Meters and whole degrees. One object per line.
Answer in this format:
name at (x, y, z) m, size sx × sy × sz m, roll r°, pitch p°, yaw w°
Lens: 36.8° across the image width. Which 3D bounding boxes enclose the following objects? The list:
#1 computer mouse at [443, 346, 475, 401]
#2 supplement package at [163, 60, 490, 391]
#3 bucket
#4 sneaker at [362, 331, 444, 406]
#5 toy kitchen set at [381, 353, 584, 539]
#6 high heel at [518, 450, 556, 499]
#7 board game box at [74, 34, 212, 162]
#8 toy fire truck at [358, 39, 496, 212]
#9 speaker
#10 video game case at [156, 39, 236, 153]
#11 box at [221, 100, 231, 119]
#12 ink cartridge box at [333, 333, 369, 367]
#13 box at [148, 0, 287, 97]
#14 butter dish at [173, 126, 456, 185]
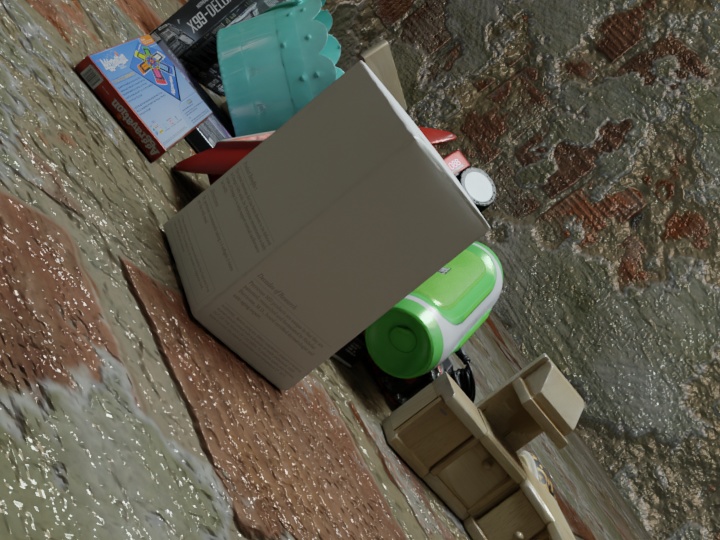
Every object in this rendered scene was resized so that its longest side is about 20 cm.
computer mouse at (0.081, 0.106, 1.248) m, size 0.201 × 0.046 × 0.142 m, roll -114°, pitch -164°, yaw -48°
supplement package at (-0.027, -0.032, 0.803) m, size 0.117 × 0.199 × 0.117 m, roll 45°, pitch 11°, yaw -40°
bucket at (-0.085, -0.220, 1.307) m, size 0.207 × 0.133 × 0.210 m, roll -12°, pitch 90°, yaw -85°
sneaker at (0.029, 0.065, 1.172) m, size 0.201 × 0.071 × 0.098 m, roll 58°, pitch 10°, yaw 19°
toy kitchen set at (0.154, 0.195, 0.983) m, size 0.200 × 0.163 × 0.181 m, roll 48°, pitch 9°, yaw -24°
high heel at (0.219, 0.281, 1.296) m, size 0.142 × 0.071 × 0.200 m, roll 44°, pitch 1°, yaw -16°
board game box at (-0.196, -0.165, 1.008) m, size 0.103 × 0.019 × 0.200 m, roll 52°, pitch 14°, yaw -11°
toy fire truck at (0.027, -0.112, 1.122) m, size 0.175 × 0.129 × 0.201 m, roll -34°, pitch 85°, yaw -37°
speaker at (0.079, 0.035, 1.097) m, size 0.089 × 0.088 × 0.200 m, roll 52°, pitch 33°, yaw 0°
video game case at (-0.188, -0.183, 1.193) m, size 0.143 × 0.019 × 0.200 m, roll 50°, pitch 8°, yaw -17°
box at (-0.092, -0.163, 1.441) m, size 0.201 × 0.082 × 0.068 m, roll 54°, pitch 7°, yaw 3°
ink cartridge box at (-0.064, -0.001, 1.068) m, size 0.201 × 0.037 × 0.095 m, roll 55°, pitch 8°, yaw 32°
box at (-0.163, -0.309, 1.392) m, size 0.050 × 0.157 × 0.200 m, roll 53°, pitch 9°, yaw 10°
butter dish at (-0.037, -0.052, 0.970) m, size 0.199 × 0.198 × 0.150 m, roll 9°, pitch -70°, yaw 52°
